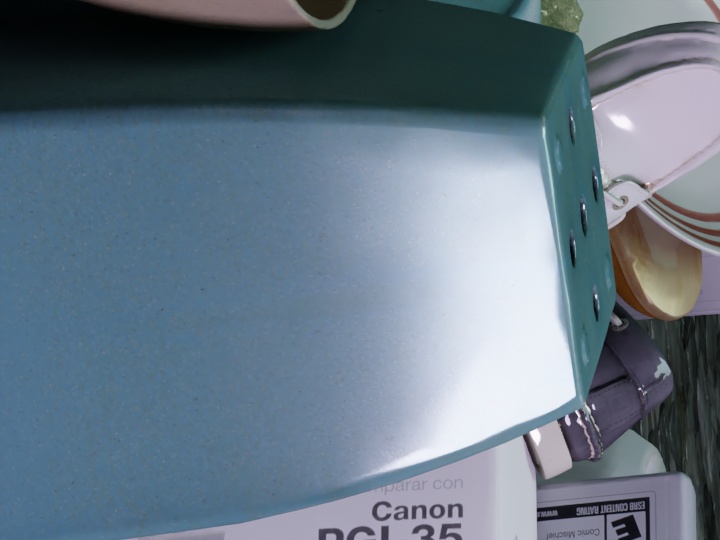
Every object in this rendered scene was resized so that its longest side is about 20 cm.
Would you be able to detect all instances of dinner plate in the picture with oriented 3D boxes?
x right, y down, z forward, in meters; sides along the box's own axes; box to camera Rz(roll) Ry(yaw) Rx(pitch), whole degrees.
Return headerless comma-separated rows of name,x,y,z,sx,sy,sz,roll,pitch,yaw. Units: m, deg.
dinner plate,0.145,-0.095,1.346,0.200,0.024,0.201,25,52,-37

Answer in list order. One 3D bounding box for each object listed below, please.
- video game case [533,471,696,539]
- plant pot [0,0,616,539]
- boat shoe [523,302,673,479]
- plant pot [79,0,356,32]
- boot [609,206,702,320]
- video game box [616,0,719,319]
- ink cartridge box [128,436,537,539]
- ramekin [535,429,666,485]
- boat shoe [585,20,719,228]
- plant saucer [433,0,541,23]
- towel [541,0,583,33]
video game case,0.024,0.168,1.011,0.022,0.200,0.182,53,35,-56
plant pot,-0.030,-0.010,0.851,0.141,0.200,0.142,-62,145,-66
boat shoe,0.071,0.014,1.091,0.200,0.063,0.073,-113,178,-64
plant pot,-0.083,-0.163,0.820,0.200,0.134,0.201,-5,90,-76
boot,0.079,-0.038,1.379,0.071,0.144,0.202,4,58,-45
video game box,0.117,-0.063,1.480,0.047,0.200,0.183,-4,89,-59
ink cartridge box,-0.016,0.146,0.967,0.083,0.146,0.200,66,22,-60
ramekin,0.077,0.151,1.150,0.202,0.094,0.203,-4,90,-77
boat shoe,0.088,-0.038,1.216,0.071,0.200,0.069,49,33,-20
plant saucer,0.000,-0.150,1.126,0.200,0.027,0.200,27,39,-25
towel,0.005,-0.131,1.168,0.200,0.036,0.148,38,36,-12
